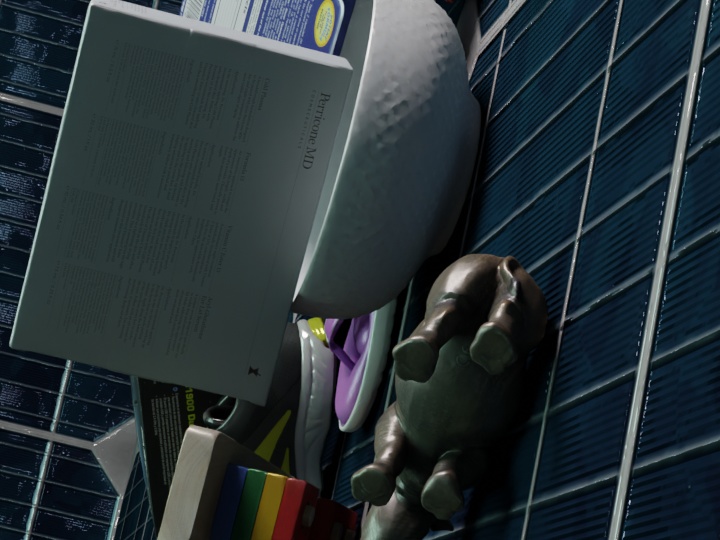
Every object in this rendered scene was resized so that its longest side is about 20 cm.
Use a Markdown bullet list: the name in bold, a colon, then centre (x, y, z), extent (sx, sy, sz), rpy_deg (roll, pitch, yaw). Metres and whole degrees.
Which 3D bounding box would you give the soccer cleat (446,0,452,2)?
- **soccer cleat**: centre (0.044, -0.232, 1.394), extent (0.200, 0.069, 0.078), rpy_deg (-93, 22, -70)

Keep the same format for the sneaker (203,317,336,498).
- **sneaker**: centre (-0.066, 0.122, 1.421), extent (0.075, 0.084, 0.201), rpy_deg (-107, 23, -73)

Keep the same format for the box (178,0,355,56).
- **box**: centre (-0.055, -0.147, 1.296), extent (0.200, 0.032, 0.122), rpy_deg (51, 130, 50)

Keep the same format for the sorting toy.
- **sorting toy**: centre (-0.065, 0.207, 1.203), extent (0.200, 0.069, 0.200), rpy_deg (51, -128, -73)

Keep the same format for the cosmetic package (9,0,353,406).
- **cosmetic package**: centre (-0.101, -0.039, 1.190), extent (0.052, 0.150, 0.201), rpy_deg (-106, 31, -76)

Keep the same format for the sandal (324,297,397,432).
- **sandal**: centre (-0.001, 0.001, 1.353), extent (0.082, 0.049, 0.204), rpy_deg (150, 132, -80)

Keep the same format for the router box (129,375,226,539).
- **router box**: centre (-0.132, 0.067, 1.493), extent (0.150, 0.062, 0.201), rpy_deg (-118, 22, -66)

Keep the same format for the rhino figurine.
- **rhino figurine**: centre (0.035, 0.077, 0.974), extent (0.088, 0.059, 0.201), rpy_deg (-55, -13, -54)

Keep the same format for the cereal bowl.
- **cereal bowl**: centre (0.017, -0.065, 1.237), extent (0.200, 0.083, 0.201), rpy_deg (-166, 90, -80)
